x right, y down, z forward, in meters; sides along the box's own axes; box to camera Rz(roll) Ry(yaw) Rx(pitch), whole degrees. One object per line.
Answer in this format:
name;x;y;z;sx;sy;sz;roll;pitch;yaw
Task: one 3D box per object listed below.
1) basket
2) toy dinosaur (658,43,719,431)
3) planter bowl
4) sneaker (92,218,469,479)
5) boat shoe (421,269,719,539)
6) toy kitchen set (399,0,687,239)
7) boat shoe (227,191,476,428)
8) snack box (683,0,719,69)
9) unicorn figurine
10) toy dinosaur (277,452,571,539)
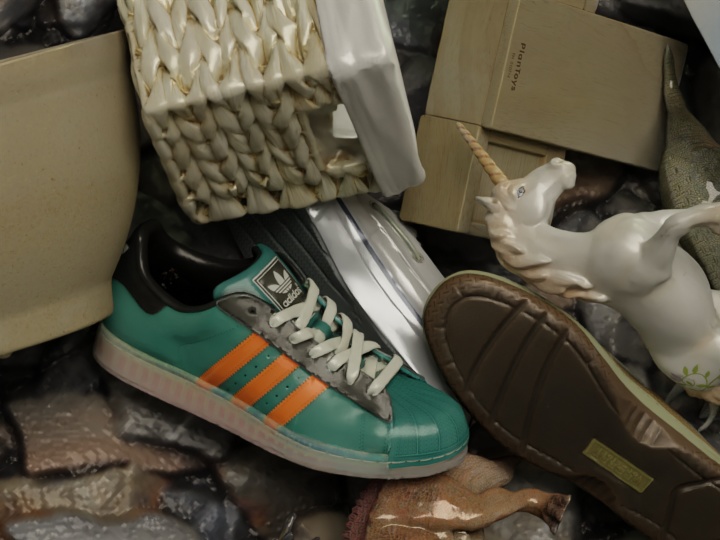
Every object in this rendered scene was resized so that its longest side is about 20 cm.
basket;-0.053;-0.137;1.458;0.123;0.136;0.201;-15;62;3
toy dinosaur;0.195;-0.026;1.550;0.102;0.077;0.201;-12;87;-46
planter bowl;-0.192;-0.027;1.437;0.199;0.200;0.135;-16;97;-19
sneaker;-0.037;0.037;1.457;0.199;0.080;0.071;20;29;13
boat shoe;0.109;0.066;1.501;0.200;0.076;0.072;42;106;-14
toy kitchen set;0.056;-0.123;1.599;0.163;0.180;0.201;10;93;-51
boat shoe;0.000;0.000;1.528;0.067;0.074;0.200;-30;84;-38
snack box;0.258;-0.148;1.523;0.068;0.169;0.201;-1;59;-52
unicorn figurine;0.148;-0.002;1.454;0.200;0.137;0.074;56;27;-21
toy dinosaur;0.017;0.140;1.452;0.135;0.086;0.200;23;57;7
